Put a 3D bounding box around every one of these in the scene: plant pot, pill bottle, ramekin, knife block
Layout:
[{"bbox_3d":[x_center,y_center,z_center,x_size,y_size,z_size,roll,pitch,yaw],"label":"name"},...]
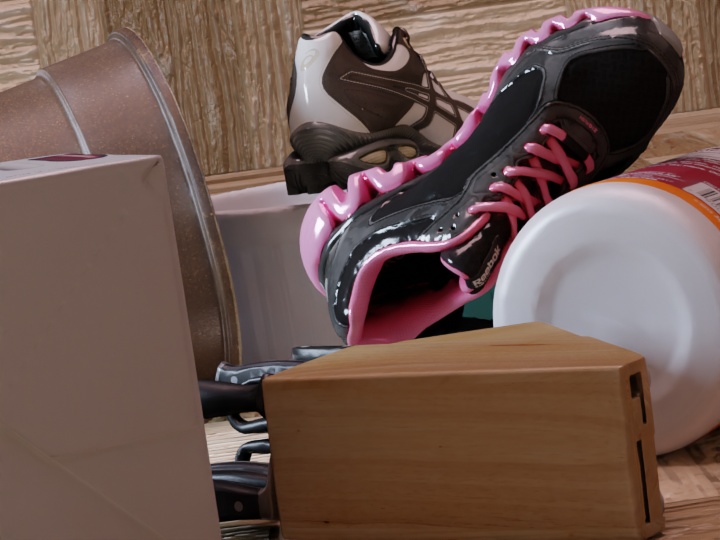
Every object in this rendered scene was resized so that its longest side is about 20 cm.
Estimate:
[{"bbox_3d":[-0.186,-0.004,1.328,0.198,0.201,0.200,-16,8,-14],"label":"plant pot"},{"bbox_3d":[0.146,0.007,1.115,0.113,0.113,0.200,-4,6,29],"label":"pill bottle"},{"bbox_3d":[0.000,0.000,1.437,0.200,0.098,0.200,-7,7,1],"label":"ramekin"},{"bbox_3d":[0.003,0.066,0.972,0.175,0.064,0.200,-9,7,-12],"label":"knife block"}]

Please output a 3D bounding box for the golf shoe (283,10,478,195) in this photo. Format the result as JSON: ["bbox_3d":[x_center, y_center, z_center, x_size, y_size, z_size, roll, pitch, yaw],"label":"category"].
[{"bbox_3d":[0.020,-0.094,1.396,0.078,0.095,0.200,-6,5,22],"label":"golf shoe"}]

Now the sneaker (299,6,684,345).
[{"bbox_3d":[0.060,-0.030,1.111,0.200,0.079,0.095,-39,25,19],"label":"sneaker"}]

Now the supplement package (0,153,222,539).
[{"bbox_3d":[-0.167,0.049,0.899,0.200,0.156,0.111,-11,6,-26],"label":"supplement package"}]

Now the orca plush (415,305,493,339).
[{"bbox_3d":[0.060,0.032,1.184,0.199,0.071,0.105,-10,6,-21],"label":"orca plush"}]

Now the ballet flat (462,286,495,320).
[{"bbox_3d":[0.118,0.017,1.291,0.199,0.070,0.069,-2,4,-19],"label":"ballet flat"}]
